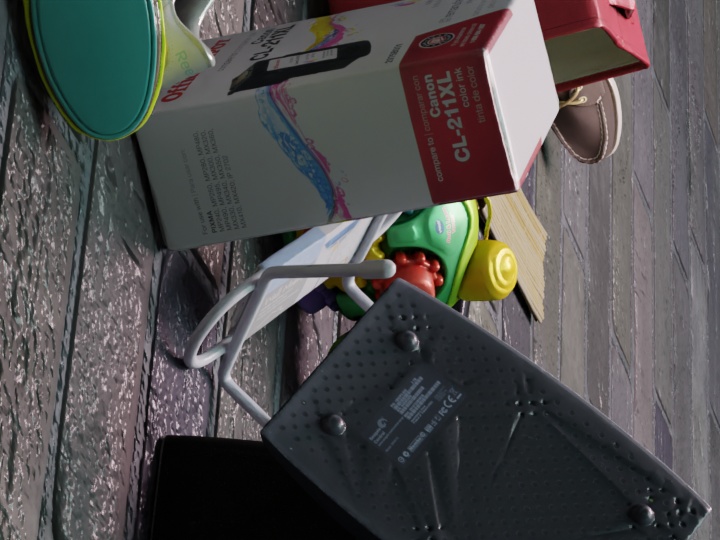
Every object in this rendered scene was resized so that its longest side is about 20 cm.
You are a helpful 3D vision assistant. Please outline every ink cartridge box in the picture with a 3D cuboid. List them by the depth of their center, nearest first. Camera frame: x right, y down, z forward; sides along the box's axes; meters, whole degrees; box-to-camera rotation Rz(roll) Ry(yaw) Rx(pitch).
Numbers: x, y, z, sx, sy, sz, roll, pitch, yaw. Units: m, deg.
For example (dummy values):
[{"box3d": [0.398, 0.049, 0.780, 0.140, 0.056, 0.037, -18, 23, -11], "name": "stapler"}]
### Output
[{"box3d": [-0.006, -0.085, 1.564, 0.146, 0.200, 0.083, -61, 138, -65], "name": "ink cartridge box"}]

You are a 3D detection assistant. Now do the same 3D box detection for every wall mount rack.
[{"box3d": [0.000, 0.000, 1.575, 0.200, 0.075, 0.174, -37, 164, -39], "name": "wall mount rack"}]

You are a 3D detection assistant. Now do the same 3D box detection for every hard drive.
[{"box3d": [0.060, 0.107, 1.444, 0.135, 0.200, 0.042, -48, 169, -31], "name": "hard drive"}]

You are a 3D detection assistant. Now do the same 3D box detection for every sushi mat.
[{"box3d": [0.122, -0.042, 2.343, 0.200, 0.012, 0.096, 58, 30, -57], "name": "sushi mat"}]

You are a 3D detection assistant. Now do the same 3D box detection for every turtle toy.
[{"box3d": [0.011, -0.005, 1.738, 0.101, 0.146, 0.200, -24, 108, -52], "name": "turtle toy"}]

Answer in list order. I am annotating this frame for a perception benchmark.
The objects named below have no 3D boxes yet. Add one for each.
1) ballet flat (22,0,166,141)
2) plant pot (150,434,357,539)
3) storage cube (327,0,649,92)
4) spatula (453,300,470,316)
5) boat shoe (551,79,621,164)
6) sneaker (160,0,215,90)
[{"box3d": [-0.139, -0.163, 1.386, 0.067, 0.067, 0.200, -109, -177, -67], "name": "ballet flat"}, {"box3d": [0.002, 0.210, 1.513, 0.200, 0.177, 0.200, 63, 26, -53], "name": "plant pot"}, {"box3d": [0.075, -0.210, 1.921, 0.171, 0.200, 0.180, 18, 60, -72], "name": "storage cube"}, {"box3d": [0.078, 0.059, 2.125, 0.057, 0.021, 0.200, 81, 7, -60], "name": "spatula"}, {"box3d": [0.172, -0.175, 2.471, 0.060, 0.072, 0.200, -59, 137, -56], "name": "boat shoe"}, {"box3d": [-0.100, -0.179, 1.473, 0.075, 0.088, 0.200, 50, 36, -61], "name": "sneaker"}]
